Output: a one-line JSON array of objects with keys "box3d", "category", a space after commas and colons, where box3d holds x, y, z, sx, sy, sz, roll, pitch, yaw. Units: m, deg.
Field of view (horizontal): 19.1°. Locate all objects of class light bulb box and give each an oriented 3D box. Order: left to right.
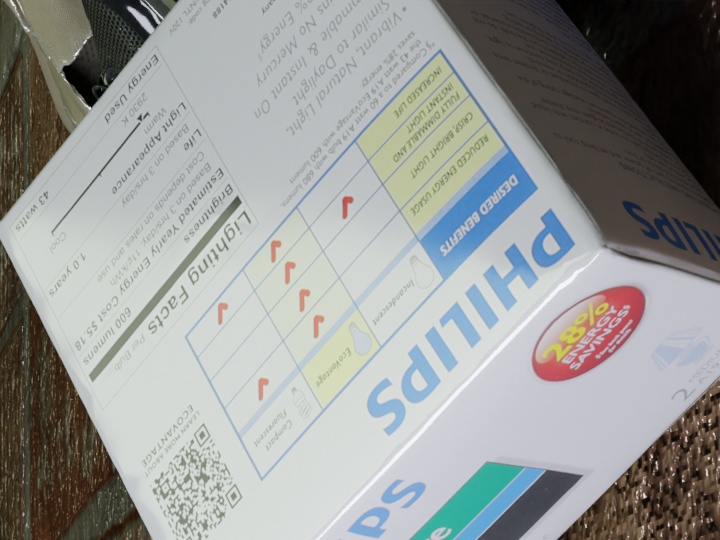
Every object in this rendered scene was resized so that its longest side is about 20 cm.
[{"box3d": [0.004, -0.001, 0.743, 0.198, 0.124, 0.201, -47, 54, 22], "category": "light bulb box"}]

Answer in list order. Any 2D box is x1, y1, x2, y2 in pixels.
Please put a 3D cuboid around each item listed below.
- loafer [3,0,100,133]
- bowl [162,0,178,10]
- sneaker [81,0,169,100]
[{"box3d": [-0.155, -0.151, 1.169, 0.068, 0.076, 0.201, 25, 147, 51], "category": "loafer"}, {"box3d": [0.017, -0.138, 0.847, 0.094, 0.199, 0.202, 58, 146, 33], "category": "bowl"}, {"box3d": [-0.116, -0.065, 1.136, 0.076, 0.114, 0.200, 27, 149, 40], "category": "sneaker"}]
